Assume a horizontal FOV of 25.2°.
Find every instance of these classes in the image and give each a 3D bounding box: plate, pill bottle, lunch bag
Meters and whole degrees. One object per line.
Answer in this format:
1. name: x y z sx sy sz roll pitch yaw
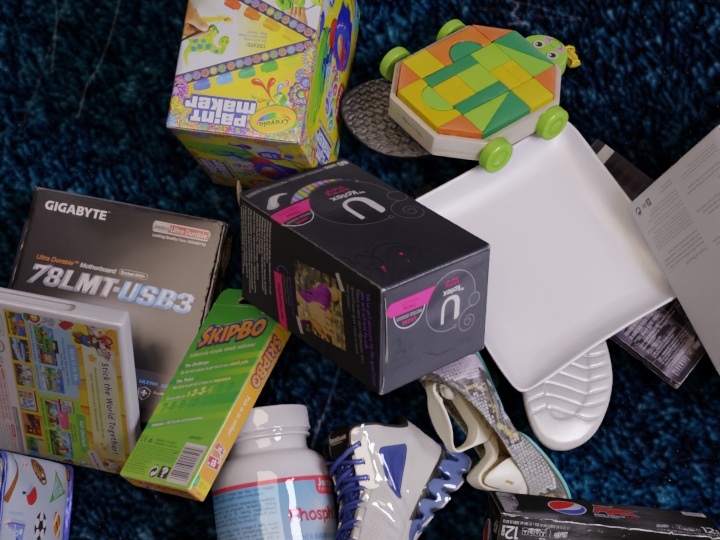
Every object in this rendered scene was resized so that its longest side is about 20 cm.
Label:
1. plate: 0.160 -0.013 1.425 0.199 0.032 0.200 -30 71 -18
2. pill bottle: -0.074 0.225 1.426 0.108 0.109 0.202 -9 79 5
3. lunch bag: -0.331 0.263 1.422 0.123 0.170 0.202 2 78 13

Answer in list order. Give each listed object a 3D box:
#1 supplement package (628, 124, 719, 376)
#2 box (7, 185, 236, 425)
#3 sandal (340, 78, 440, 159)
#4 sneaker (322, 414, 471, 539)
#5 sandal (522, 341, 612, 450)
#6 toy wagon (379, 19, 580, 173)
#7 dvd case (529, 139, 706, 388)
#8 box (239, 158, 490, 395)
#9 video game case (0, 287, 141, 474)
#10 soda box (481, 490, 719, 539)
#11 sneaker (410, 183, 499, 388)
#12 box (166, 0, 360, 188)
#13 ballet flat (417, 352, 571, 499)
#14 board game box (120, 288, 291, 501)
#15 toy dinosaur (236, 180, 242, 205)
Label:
1. supplement package: 0.364 -0.021 1.370 0.150 0.152 0.201 -19 75 -29
2. box: -0.234 0.036 1.516 0.198 0.050 0.200 12 82 9
3. sandal: 0.079 -0.136 1.514 0.199 0.048 0.076 3 78 -5
4. sneaker: 0.003 0.199 1.394 0.115 0.081 0.200 43 53 -7
5. sandal: 0.182 0.069 1.457 0.082 0.050 0.204 3 66 -4
6. toy wagon: 0.121 -0.174 1.471 0.199 0.040 0.155 -30 58 -25
7. dvd case: 0.250 -0.009 1.459 0.200 0.016 0.149 38 71 12
8. box: 0.000 0.000 1.365 0.122 0.107 0.200 -22 38 -34
9. video game case: -0.288 0.098 1.448 0.181 0.201 0.023 10 42 9
10. soda box: 0.205 0.239 1.377 0.198 0.063 0.071 7 102 -5
11. sneaker: 0.096 0.008 1.465 0.111 0.073 0.201 -33 77 -1
12. box: -0.083 -0.187 1.461 0.121 0.200 0.194 8 81 8
13. ballet flat: 0.109 0.150 1.406 0.072 0.072 0.201 -34 105 0
14. board game box: -0.131 0.106 1.427 0.095 0.030 0.201 4 61 43
15. toy dinosaur: -0.056 0.010 1.503 0.199 0.058 0.101 33 70 6
